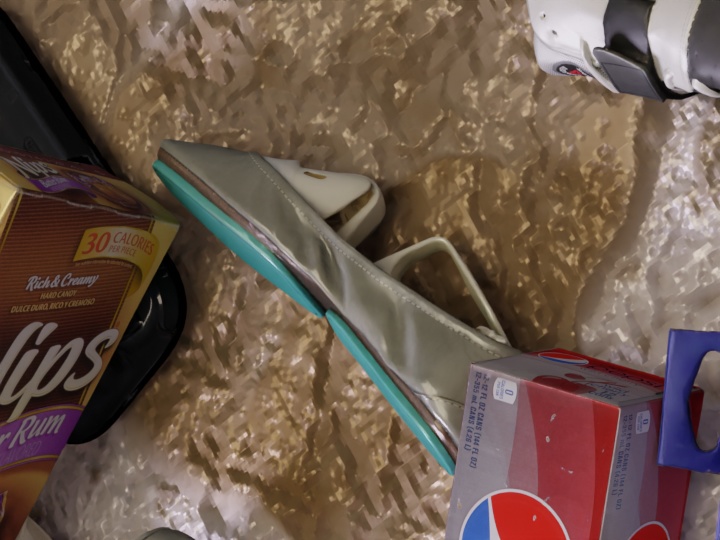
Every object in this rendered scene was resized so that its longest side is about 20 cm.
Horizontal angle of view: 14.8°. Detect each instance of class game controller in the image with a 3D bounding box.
[{"bbox_3d":[-0.150,-0.023,1.211,0.200,0.042,0.104,55,130,24],"label":"game controller"}]

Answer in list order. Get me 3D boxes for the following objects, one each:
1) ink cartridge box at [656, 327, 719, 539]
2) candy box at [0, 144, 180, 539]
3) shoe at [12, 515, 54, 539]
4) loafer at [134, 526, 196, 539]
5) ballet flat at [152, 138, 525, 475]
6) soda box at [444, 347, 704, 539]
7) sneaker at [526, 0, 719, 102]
[{"bbox_3d":[0.199,0.056,0.941,0.199,0.076,0.137,7,91,36],"label":"ink cartridge box"},{"bbox_3d":[-0.164,0.048,1.110,0.056,0.116,0.201,32,100,28],"label":"candy box"},{"bbox_3d":[-0.165,0.127,1.198,0.070,0.053,0.200,-45,65,24],"label":"shoe"},{"bbox_3d":[-0.076,0.206,1.129,0.069,0.070,0.201,9,101,29],"label":"loafer"},{"bbox_3d":[0.000,0.000,1.096,0.064,0.067,0.200,-43,63,-5],"label":"ballet flat"},{"bbox_3d":[0.069,0.134,1.020,0.070,0.063,0.201,16,103,34],"label":"soda box"},{"bbox_3d":[0.111,-0.091,1.012,0.089,0.074,0.200,-52,52,21],"label":"sneaker"}]
